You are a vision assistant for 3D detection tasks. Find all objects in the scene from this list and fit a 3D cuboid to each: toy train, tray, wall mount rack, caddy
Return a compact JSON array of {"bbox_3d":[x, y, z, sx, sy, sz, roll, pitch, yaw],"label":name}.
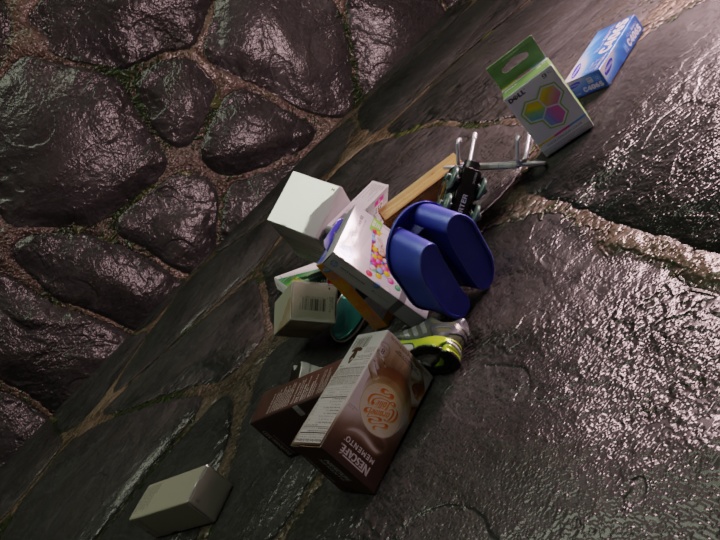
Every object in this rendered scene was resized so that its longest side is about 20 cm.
[{"bbox_3d":[0.175,-0.108,1.222,0.114,0.085,0.200,151,137,-79],"label":"toy train"},{"bbox_3d":[0.138,-0.153,1.384,0.200,0.099,0.037,-38,59,-1],"label":"tray"},{"bbox_3d":[0.268,-0.240,1.286,0.200,0.075,0.174,1,13,22],"label":"wall mount rack"},{"bbox_3d":[0.122,-0.016,1.039,0.141,0.200,0.105,-47,36,-15],"label":"caddy"}]

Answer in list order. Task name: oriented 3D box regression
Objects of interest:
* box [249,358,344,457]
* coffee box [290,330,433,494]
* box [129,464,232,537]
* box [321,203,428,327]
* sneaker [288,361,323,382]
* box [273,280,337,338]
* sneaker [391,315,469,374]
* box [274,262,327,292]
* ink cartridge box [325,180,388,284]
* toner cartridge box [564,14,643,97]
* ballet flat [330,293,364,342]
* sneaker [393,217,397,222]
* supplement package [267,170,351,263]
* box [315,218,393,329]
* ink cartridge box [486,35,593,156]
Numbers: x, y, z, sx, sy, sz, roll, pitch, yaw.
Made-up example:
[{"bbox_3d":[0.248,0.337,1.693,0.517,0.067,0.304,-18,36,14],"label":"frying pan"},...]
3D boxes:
[{"bbox_3d":[-0.074,0.225,1.050,0.200,0.100,0.075,-28,25,37],"label":"box"},{"bbox_3d":[0.007,0.200,0.929,0.080,0.114,0.200,-16,34,51],"label":"coffee box"},{"bbox_3d":[-0.329,0.423,1.186,0.200,0.068,0.082,-27,26,37],"label":"box"},{"bbox_3d":[0.042,-0.009,1.150,0.041,0.200,0.156,-46,13,38],"label":"box"},{"bbox_3d":[-0.088,0.212,1.179,0.200,0.084,0.073,138,146,-72],"label":"sneaker"},{"bbox_3d":[-0.115,0.083,1.319,0.200,0.095,0.078,137,136,-69],"label":"box"},{"bbox_3d":[0.093,0.115,1.016,0.200,0.074,0.081,-5,35,49],"label":"sneaker"},{"bbox_3d":[-0.088,0.007,1.490,0.200,0.036,0.144,-22,15,-16],"label":"box"},{"bbox_3d":[-0.007,-0.067,1.360,0.043,0.174,0.200,19,43,21],"label":"ink cartridge box"},{"bbox_3d":[0.513,-0.451,1.372,0.095,0.043,0.200,-12,36,57],"label":"toner cartridge box"},{"bbox_3d":[-0.005,0.052,1.304,0.069,0.069,0.200,-7,64,59],"label":"ballet flat"},{"bbox_3d":[0.084,-0.065,1.347,0.200,0.089,0.079,-41,19,13],"label":"sneaker"},{"bbox_3d":[-0.087,-0.098,1.359,0.120,0.200,0.121,21,76,21],"label":"supplement package"},{"bbox_3d":[0.000,0.000,1.213,0.041,0.200,0.119,-22,28,44],"label":"box"},{"bbox_3d":[0.337,-0.326,1.224,0.104,0.200,0.059,-34,20,25],"label":"ink cartridge box"}]
